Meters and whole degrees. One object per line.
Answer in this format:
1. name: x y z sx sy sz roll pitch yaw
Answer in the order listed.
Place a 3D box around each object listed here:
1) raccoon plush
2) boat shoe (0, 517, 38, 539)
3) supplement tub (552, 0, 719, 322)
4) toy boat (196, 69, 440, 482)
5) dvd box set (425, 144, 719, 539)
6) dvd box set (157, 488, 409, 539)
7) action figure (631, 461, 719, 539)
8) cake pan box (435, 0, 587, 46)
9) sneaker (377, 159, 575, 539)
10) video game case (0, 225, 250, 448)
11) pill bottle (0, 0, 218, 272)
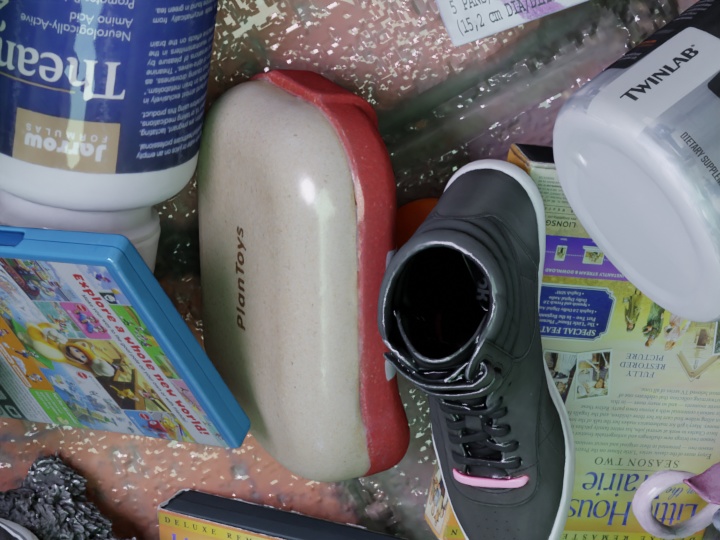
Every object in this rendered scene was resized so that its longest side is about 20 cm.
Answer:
1. raccoon plush: -0.103 0.145 1.233 0.200 0.097 0.134 -20 92 22
2. boat shoe: -0.252 0.137 1.208 0.200 0.066 0.070 10 88 19
3. supplement tub: 0.195 -0.078 1.116 0.200 0.123 0.123 -37 110 -17
4. toy boat: 0.000 0.000 1.195 0.131 0.131 0.200 -12 114 -26
5. dvd box set: 0.122 0.041 1.214 0.146 0.029 0.200 3 112 -20
6. dvd box set: -0.033 0.219 1.283 0.146 0.029 0.200 9 114 28
7. action figure: 0.243 0.060 1.215 0.149 0.134 0.200 11 76 32
8. cake pan box: 0.095 -0.218 1.131 0.200 0.052 0.184 -18 108 7
9. sneaker: 0.048 0.057 1.126 0.071 0.099 0.200 2 106 23
10. video game case: -0.164 0.026 1.166 0.200 0.018 0.143 5 144 30
11. pill bottle: -0.125 -0.095 1.147 0.111 0.111 0.200 8 111 -3
